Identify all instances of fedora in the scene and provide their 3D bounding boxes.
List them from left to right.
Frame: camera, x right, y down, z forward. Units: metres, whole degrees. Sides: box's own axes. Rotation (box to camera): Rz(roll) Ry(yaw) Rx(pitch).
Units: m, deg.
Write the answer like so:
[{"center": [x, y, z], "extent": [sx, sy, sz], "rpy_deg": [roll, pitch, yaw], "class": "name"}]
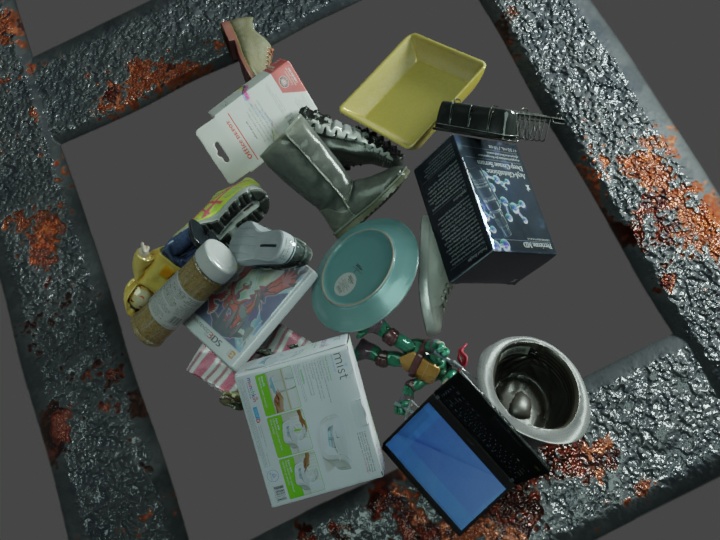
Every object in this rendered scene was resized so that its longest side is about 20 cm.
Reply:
[{"center": [0.239, 0.193, 1.290], "extent": [0.173, 0.091, 0.202], "rpy_deg": [15, 42, -5], "class": "fedora"}]

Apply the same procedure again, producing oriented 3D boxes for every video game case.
[{"center": [-0.188, 0.041, 1.438], "extent": [0.181, 0.023, 0.201], "rpy_deg": [32, 77, 39], "class": "video game case"}]

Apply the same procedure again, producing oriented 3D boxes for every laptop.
[{"center": [0.140, 0.259, 1.242], "extent": [0.103, 0.200, 0.177], "rpy_deg": [-41, 83, -22], "class": "laptop"}]

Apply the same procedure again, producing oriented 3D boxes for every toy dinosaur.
[{"center": [-0.121, 0.162, 1.375], "extent": [0.195, 0.047, 0.090], "rpy_deg": [-8, 81, 4], "class": "toy dinosaur"}]

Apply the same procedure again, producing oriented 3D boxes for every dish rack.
[{"center": [0.228, -0.238, 1.427], "extent": [0.151, 0.198, 0.056], "rpy_deg": [19, 106, 39], "class": "dish rack"}]

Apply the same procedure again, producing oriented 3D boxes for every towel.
[{"center": [-0.167, 0.145, 1.426], "extent": [0.197, 0.030, 0.148], "rpy_deg": [29, 76, 17], "class": "towel"}]

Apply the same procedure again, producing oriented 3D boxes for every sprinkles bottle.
[{"center": [-0.282, 0.038, 1.413], "extent": [0.199, 0.068, 0.069], "rpy_deg": [-41, 66, 22], "class": "sprinkles bottle"}]

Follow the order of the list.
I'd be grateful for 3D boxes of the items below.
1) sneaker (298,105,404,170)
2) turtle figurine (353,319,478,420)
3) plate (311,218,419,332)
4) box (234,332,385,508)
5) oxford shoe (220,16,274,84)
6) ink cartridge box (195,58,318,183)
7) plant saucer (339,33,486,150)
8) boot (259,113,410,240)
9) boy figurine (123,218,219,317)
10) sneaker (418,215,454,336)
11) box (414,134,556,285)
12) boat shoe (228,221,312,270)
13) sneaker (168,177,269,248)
[{"center": [-0.024, -0.202, 1.515], "extent": [0.196, 0.067, 0.092], "rpy_deg": [21, 116, -6], "class": "sneaker"}, {"center": [0.084, 0.147, 1.354], "extent": [0.197, 0.101, 0.152], "rpy_deg": [27, 116, 12], "class": "turtle figurine"}, {"center": [0.000, 0.000, 1.370], "extent": [0.197, 0.026, 0.204], "rpy_deg": [-20, 50, 25], "class": "plate"}, {"center": [-0.072, 0.217, 1.307], "extent": [0.172, 0.097, 0.205], "rpy_deg": [-16, 96, 2], "class": "box"}, {"center": [-0.185, -0.380, 1.601], "extent": [0.073, 0.071, 0.203], "rpy_deg": [-24, 72, -11], "class": "oxford shoe"}, {"center": [-0.179, -0.254, 1.523], "extent": [0.198, 0.118, 0.067], "rpy_deg": [-37, 25, -7], "class": "ink cartridge box"}, {"center": [0.092, -0.295, 1.511], "extent": [0.200, 0.049, 0.199], "rpy_deg": [-47, 48, -8], "class": "plant saucer"}, {"center": [-0.040, -0.174, 1.461], "extent": [0.181, 0.073, 0.201], "rpy_deg": [-39, 89, -1], "class": "boot"}, {"center": [-0.324, 0.000, 1.457], "extent": [0.198, 0.124, 0.065], "rpy_deg": [-37, 41, 15], "class": "boy figurine"}, {"center": [0.135, 0.004, 1.407], "extent": [0.082, 0.073, 0.205], "rpy_deg": [-1, 69, 11], "class": "sneaker"}, {"center": [0.191, -0.091, 1.380], "extent": [0.146, 0.107, 0.204], "rpy_deg": [1, 63, -38], "class": "box"}, {"center": [-0.145, -0.028, 1.404], "extent": [0.199, 0.070, 0.073], "rpy_deg": [15, 80, 57], "class": "boat shoe"}, {"center": [-0.241, -0.086, 1.507], "extent": [0.198, 0.079, 0.091], "rpy_deg": [-32, 36, 6], "class": "sneaker"}]
